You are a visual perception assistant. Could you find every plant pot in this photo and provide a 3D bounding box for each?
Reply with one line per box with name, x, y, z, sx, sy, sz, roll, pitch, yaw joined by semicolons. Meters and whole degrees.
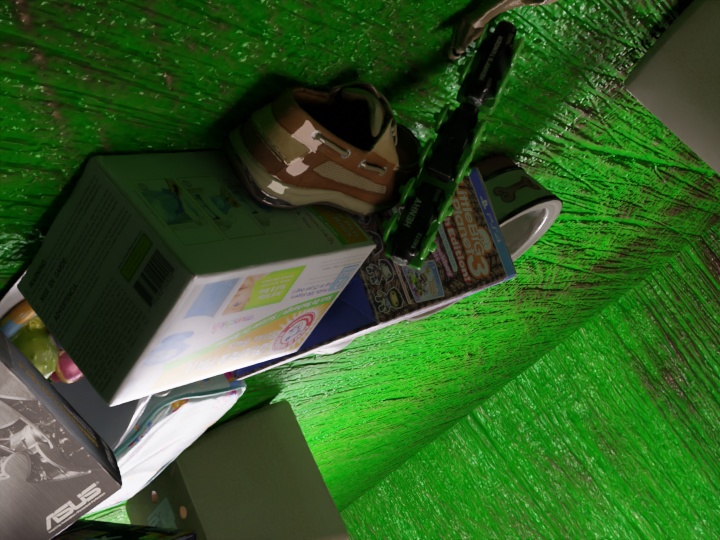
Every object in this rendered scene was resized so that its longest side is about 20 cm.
plant pot;0.410;-0.206;1.128;0.199;0.200;0.178;-25;152;-35
plant pot;-0.167;0.303;1.459;0.176;0.201;0.200;-3;147;-45

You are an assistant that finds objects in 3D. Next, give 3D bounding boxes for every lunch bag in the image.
lunch bag;-0.205;0.137;1.053;0.200;0.077;0.160;-41;166;21

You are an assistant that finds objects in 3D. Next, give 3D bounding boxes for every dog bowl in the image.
dog bowl;0.105;-0.036;1.208;0.199;0.074;0.200;-33;165;-10

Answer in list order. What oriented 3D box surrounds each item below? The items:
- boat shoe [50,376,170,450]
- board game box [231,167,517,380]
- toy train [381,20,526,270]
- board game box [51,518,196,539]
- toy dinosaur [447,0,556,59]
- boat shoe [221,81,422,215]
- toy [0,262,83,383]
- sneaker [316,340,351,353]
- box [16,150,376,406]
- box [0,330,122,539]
boat shoe;-0.178;0.066;0.920;0.203;0.074;0.086;-55;175;25
board game box;0.000;0.000;0.953;0.159;0.098;0.199;-23;176;37
toy train;0.067;-0.089;0.859;0.056;0.041;0.202;89;26;-74
board game box;-0.298;0.320;1.294;0.163;0.057;0.200;2;180;23
toy dinosaur;0.146;-0.208;0.832;0.198;0.059;0.101;-21;177;-20
boat shoe;-0.007;-0.086;0.802;0.074;0.076;0.199;-46;163;27
toy;-0.222;0.060;0.828;0.200;0.047;0.115;-43;166;28
sneaker;-0.043;0.059;1.174;0.085;0.073;0.199;-44;165;23
box;-0.098;-0.004;0.769;0.113;0.101;0.199;-52;159;27
box;-0.280;0.138;0.771;0.199;0.048;0.159;-34;127;-2
